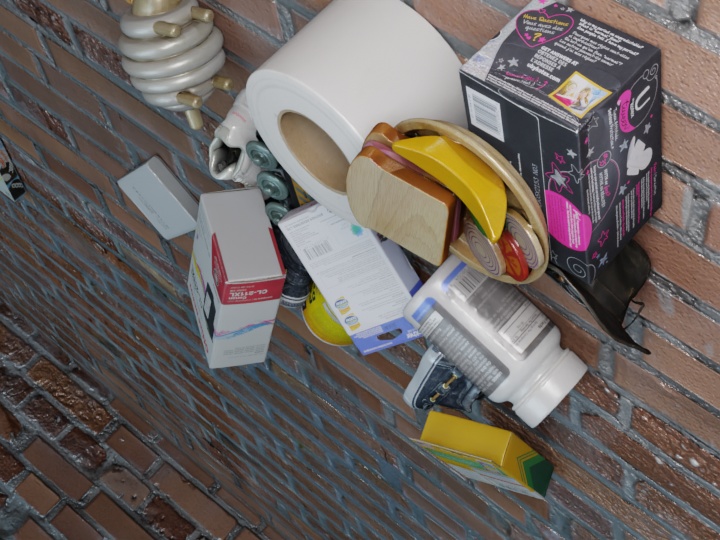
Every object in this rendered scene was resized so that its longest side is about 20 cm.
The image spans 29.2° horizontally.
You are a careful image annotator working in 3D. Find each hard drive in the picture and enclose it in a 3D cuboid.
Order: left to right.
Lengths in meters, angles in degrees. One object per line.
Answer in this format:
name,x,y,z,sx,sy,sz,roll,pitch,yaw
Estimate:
hard drive,-0.323,-0.115,2.243,0.132,0.026,0.200,50,159,-12

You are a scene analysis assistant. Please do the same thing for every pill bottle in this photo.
pill bottle,-0.015,0.037,1.825,0.109,0.109,0.200,45,159,-1
pill bottle,0.155,0.076,1.570,0.200,0.114,0.114,44,159,6

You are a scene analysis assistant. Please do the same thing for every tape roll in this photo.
tape roll,0.002,-0.161,1.384,0.202,0.139,0.203,37,158,18

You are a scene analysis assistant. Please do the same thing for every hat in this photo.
hat,0.227,-0.003,1.313,0.200,0.081,0.201,42,-173,-6

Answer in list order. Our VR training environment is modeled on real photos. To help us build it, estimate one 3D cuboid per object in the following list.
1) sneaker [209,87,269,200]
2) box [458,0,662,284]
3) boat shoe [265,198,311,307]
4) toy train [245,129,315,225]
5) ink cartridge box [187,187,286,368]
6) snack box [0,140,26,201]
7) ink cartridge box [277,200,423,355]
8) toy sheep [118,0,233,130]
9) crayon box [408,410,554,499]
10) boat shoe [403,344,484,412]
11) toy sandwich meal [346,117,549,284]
sneaker,-0.155,-0.144,1.766,0.078,0.099,0.201,36,157,23
box,0.175,-0.112,1.181,0.132,0.115,0.201,33,155,32
boat shoe,-0.096,-0.052,1.836,0.091,0.070,0.201,-62,35,39
toy train,-0.066,-0.115,1.691,0.113,0.085,0.201,17,145,27
ink cartridge box,-0.165,0.013,1.801,0.201,0.082,0.147,108,149,-52
snack box,-0.763,-0.237,2.836,0.116,0.037,0.201,35,157,24
ink cartridge box,0.000,0.000,1.656,0.119,0.042,0.201,-21,105,38
toy sheep,-0.221,-0.256,1.644,0.137,0.137,0.201,23,133,45
crayon box,0.163,0.241,1.827,0.125,0.052,0.200,12,165,32
boat shoe,0.117,0.159,1.834,0.091,0.071,0.201,42,158,13
toy sandwich meal,0.075,-0.052,1.216,0.205,0.070,0.206,38,157,20
